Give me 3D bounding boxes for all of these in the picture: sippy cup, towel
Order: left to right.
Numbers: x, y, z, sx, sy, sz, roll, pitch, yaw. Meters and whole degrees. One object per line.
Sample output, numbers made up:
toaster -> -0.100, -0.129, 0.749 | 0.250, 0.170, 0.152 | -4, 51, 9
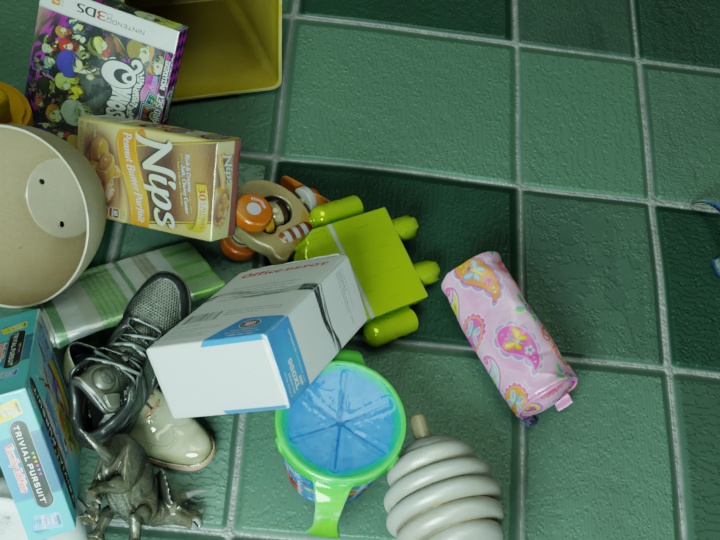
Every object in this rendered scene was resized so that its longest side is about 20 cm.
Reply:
towel -> -0.265, 0.028, 1.277 | 0.199, 0.031, 0.149 | -17, 28, -19
sippy cup -> -0.027, 0.183, 1.189 | 0.140, 0.130, 0.178 | 40, 62, 15

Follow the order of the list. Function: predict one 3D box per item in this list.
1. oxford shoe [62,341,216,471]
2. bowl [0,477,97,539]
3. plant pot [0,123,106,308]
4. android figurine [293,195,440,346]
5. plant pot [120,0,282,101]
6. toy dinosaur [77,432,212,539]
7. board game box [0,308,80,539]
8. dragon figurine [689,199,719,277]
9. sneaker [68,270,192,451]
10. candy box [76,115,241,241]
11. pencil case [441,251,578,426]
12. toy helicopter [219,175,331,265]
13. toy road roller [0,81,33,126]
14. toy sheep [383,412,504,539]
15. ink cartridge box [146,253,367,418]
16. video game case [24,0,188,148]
oxford shoe -> -0.244, 0.147, 1.216 | 0.199, 0.074, 0.071 | 29, 59, 10
bowl -> -0.355, 0.284, 1.108 | 0.200, 0.090, 0.202 | 3, 59, -6
plant pot -> -0.367, -0.072, 1.272 | 0.200, 0.201, 0.134 | 24, 18, 8
android figurine -> 0.000, 0.000, 1.324 | 0.200, 0.041, 0.183 | -22, 81, -36
plant pot -> -0.218, -0.359, 1.474 | 0.199, 0.200, 0.177 | -9, 48, -12
toy dinosaur -> -0.237, 0.212, 1.125 | 0.077, 0.200, 0.103 | -8, 42, 27
board game box -> -0.318, 0.145, 1.103 | 0.047, 0.152, 0.200 | -16, 22, -7
dragon figurine -> 0.486, -0.018, 1.422 | 0.099, 0.059, 0.200 | -38, 71, -26
sneaker -> -0.232, 0.088, 1.140 | 0.076, 0.114, 0.200 | 29, 78, 1
candy box -> -0.238, -0.110, 1.315 | 0.199, 0.116, 0.055 | 13, 16, 25
pencil case -> 0.173, 0.076, 1.313 | 0.087, 0.088, 0.200 | -22, 64, -19
toy helicopter -> -0.064, -0.047, 1.375 | 0.199, 0.079, 0.132 | 30, 50, -1
toy road roller -> -0.475, -0.148, 1.326 | 0.123, 0.146, 0.200 | 32, 60, 13
toy sheep -> 0.084, 0.242, 1.166 | 0.137, 0.138, 0.201 | -15, 61, -16
ink cartridge box -> -0.100, 0.066, 1.169 | 0.144, 0.085, 0.200 | -9, 19, 28
video game case -> -0.316, -0.230, 1.376 | 0.181, 0.201, 0.036 | 21, 25, 6
